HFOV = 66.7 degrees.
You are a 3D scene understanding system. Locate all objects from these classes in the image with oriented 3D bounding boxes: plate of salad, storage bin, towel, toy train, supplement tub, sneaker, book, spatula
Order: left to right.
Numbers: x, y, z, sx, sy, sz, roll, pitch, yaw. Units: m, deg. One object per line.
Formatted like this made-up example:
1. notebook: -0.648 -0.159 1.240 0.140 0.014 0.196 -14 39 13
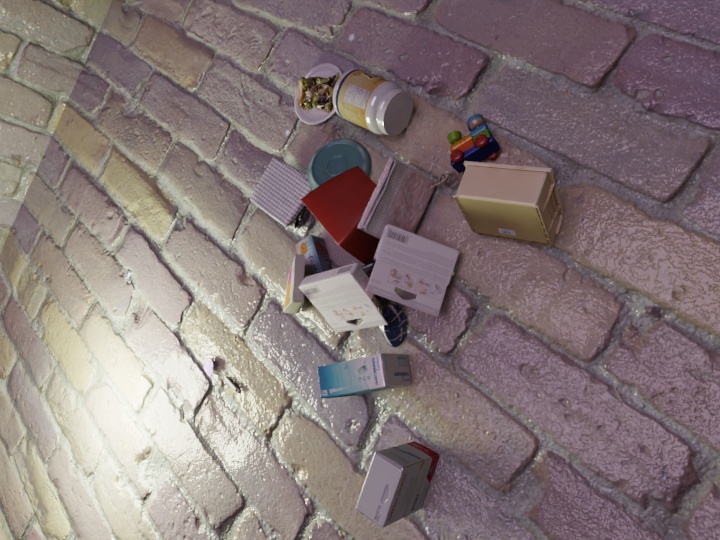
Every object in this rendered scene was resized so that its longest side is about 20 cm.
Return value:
1. spatula: -0.452 0.345 1.782 0.199 0.020 0.057 27 109 31
2. towel: -0.230 -0.237 1.704 0.199 0.085 0.166 35 93 27
3. book: -0.189 0.042 1.574 0.048 0.200 0.135 4 77 -11
4. plate of salad: -0.137 -0.560 1.722 0.198 0.048 0.202 -7 77 32
5. supplement tub: 0.034 -0.470 1.535 0.199 0.144 0.145 33 100 32
6. sneaker: 0.062 0.108 1.465 0.085 0.076 0.202 -26 81 62
7. towel: 0.100 -0.167 1.412 0.032 0.190 0.201 31 99 44
8. toy train: 0.249 -0.309 1.410 0.199 0.084 0.117 -29 57 26
9. storage bin: 0.342 -0.147 1.250 0.199 0.199 0.094 13 71 34

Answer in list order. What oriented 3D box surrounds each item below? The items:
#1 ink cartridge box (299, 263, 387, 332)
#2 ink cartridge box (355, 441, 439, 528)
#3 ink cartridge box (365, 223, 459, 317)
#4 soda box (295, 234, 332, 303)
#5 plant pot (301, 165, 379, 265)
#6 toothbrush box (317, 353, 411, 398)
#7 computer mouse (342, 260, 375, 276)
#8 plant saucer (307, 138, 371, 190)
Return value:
1. ink cartridge box: -0.039 0.076 1.432 0.199 0.177 0.045 -14 32 42
2. ink cartridge box: 0.091 0.498 1.293 0.082 0.199 0.147 21 93 33
3. ink cartridge box: 0.127 0.001 1.371 0.198 0.045 0.178 20 84 -7
4. soda box: -0.125 0.000 1.606 0.068 0.063 0.202 -28 68 26
5. plant pot: -0.005 -0.159 1.489 0.176 0.200 0.200 -44 61 6
6. toothbrush box: 0.011 0.274 1.419 0.199 0.146 0.086 -17 73 31
7. computer mouse: 0.000 0.000 1.480 0.199 0.140 0.046 -21 63 29
8. plant saucer: -0.066 -0.303 1.604 0.198 0.027 0.202 -5 71 15
